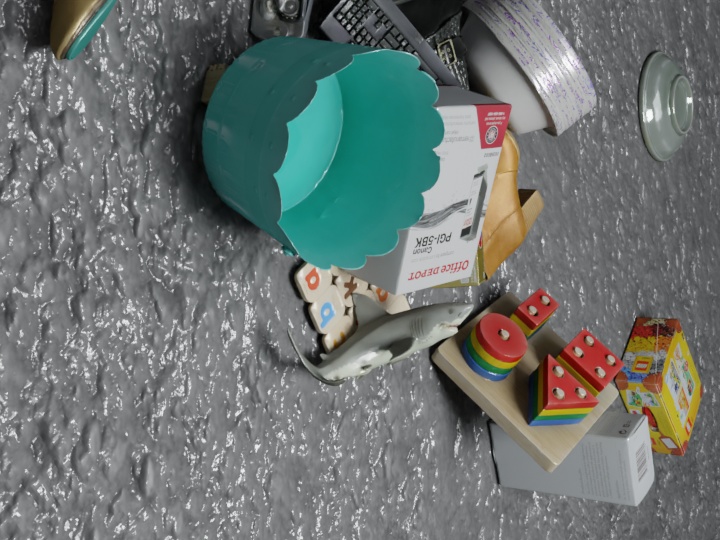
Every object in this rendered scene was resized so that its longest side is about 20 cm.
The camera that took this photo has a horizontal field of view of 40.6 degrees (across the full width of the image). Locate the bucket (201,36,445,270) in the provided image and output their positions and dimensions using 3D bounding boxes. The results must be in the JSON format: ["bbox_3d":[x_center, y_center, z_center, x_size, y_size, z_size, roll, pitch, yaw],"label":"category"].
[{"bbox_3d":[-0.036,-0.113,0.889,0.206,0.134,0.209,-22,124,-37],"label":"bucket"}]

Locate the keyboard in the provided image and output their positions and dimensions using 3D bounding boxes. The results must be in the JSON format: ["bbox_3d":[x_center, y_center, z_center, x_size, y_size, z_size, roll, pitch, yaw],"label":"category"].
[{"bbox_3d":[0.019,-0.203,1.029,0.127,0.021,0.200,-43,132,8],"label":"keyboard"}]

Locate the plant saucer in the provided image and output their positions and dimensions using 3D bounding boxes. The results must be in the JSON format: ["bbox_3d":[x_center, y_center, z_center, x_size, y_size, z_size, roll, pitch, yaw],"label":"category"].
[{"bbox_3d":[0.570,-0.302,1.785,0.199,0.050,0.203,0,90,-53],"label":"plant saucer"}]

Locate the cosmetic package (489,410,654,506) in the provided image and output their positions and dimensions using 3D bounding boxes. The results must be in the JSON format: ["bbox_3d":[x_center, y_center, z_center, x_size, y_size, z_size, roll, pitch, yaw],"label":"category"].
[{"bbox_3d":[0.279,0.240,1.292,0.074,0.198,0.103,-30,116,-48],"label":"cosmetic package"}]

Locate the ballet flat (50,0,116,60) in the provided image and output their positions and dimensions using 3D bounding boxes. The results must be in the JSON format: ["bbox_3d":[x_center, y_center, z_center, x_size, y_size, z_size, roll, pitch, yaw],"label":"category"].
[{"bbox_3d":[-0.204,-0.247,0.780,0.063,0.069,0.201,38,54,-14],"label":"ballet flat"}]

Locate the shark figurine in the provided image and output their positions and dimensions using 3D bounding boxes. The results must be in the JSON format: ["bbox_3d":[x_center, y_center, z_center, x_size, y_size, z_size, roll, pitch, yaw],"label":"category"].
[{"bbox_3d":[0.001,0.067,1.026,0.213,0.128,0.090,-18,79,-33],"label":"shark figurine"}]

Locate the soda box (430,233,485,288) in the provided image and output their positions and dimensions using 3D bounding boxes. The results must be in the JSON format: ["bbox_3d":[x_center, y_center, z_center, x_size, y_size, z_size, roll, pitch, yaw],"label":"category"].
[{"bbox_3d":[0.108,-0.083,1.155,0.068,0.063,0.203,-19,104,-75],"label":"soda box"}]

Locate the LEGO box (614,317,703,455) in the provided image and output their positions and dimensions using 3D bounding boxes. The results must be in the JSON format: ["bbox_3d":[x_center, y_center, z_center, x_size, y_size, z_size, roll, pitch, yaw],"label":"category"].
[{"bbox_3d":[0.532,0.205,1.722,0.150,0.077,0.201,-58,133,-33],"label":"LEGO box"}]

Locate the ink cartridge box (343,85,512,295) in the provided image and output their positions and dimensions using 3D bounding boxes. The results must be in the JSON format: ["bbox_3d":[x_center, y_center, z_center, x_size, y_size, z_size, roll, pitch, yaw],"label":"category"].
[{"bbox_3d":[0.071,-0.087,1.030,0.146,0.082,0.202,-13,121,-49],"label":"ink cartridge box"}]

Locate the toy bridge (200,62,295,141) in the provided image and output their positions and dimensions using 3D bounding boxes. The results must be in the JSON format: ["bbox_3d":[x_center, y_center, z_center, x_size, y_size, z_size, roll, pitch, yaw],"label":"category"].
[{"bbox_3d":[-0.073,-0.161,0.966,0.199,0.027,0.068,22,73,-50],"label":"toy bridge"}]

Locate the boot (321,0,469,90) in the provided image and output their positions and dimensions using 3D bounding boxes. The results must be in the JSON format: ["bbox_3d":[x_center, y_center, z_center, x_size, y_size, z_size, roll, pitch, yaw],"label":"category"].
[{"bbox_3d":[0.048,-0.245,1.083,0.210,0.079,0.160,-21,122,-36],"label":"boot"}]

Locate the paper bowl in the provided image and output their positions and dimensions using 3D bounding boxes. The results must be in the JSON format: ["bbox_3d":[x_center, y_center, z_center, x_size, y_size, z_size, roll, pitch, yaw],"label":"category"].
[{"bbox_3d":[0.191,-0.252,1.201,0.104,0.201,0.201,-37,132,7],"label":"paper bowl"}]

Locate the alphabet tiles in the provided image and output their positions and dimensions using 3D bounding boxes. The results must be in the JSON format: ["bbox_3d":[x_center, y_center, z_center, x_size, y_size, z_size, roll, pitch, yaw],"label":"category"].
[{"bbox_3d":[0.000,0.000,1.075,0.196,0.014,0.201,-48,127,-41],"label":"alphabet tiles"}]

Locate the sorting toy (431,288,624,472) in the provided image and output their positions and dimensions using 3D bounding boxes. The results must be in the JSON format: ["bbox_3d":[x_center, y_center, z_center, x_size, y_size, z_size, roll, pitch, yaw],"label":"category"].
[{"bbox_3d":[0.224,0.118,1.226,0.198,0.200,0.070,-31,159,-48],"label":"sorting toy"}]

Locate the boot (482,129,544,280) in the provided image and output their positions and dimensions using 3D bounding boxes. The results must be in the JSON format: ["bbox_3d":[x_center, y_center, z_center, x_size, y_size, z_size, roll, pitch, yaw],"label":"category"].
[{"bbox_3d":[0.144,-0.099,1.223,0.144,0.071,0.202,-47,113,-23],"label":"boot"}]

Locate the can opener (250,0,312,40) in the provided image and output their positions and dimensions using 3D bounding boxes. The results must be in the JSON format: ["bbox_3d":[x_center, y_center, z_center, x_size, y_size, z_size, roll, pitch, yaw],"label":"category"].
[{"bbox_3d":[-0.071,-0.315,0.963,0.067,0.053,0.203,55,40,-81],"label":"can opener"}]
